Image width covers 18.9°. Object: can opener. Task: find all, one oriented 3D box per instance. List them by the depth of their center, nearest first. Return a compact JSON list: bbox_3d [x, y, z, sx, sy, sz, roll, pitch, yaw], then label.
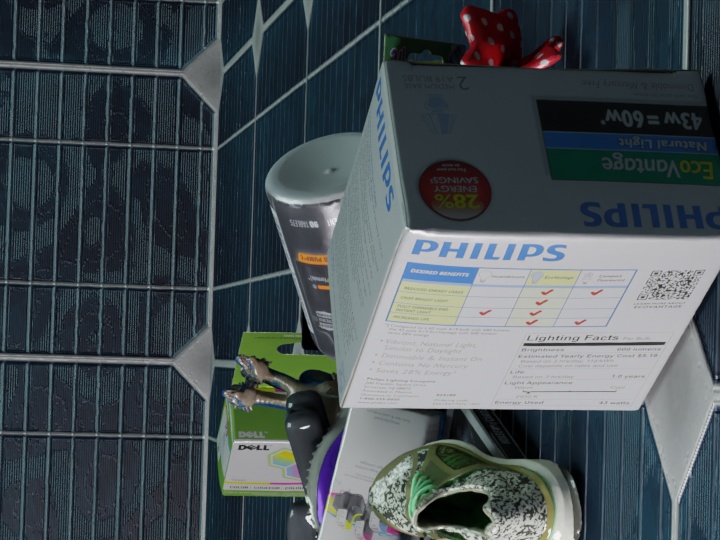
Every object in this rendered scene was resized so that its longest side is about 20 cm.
[{"bbox_3d":[-0.046,0.195,1.905,0.053,0.067,0.200,-89,-13,-53],"label":"can opener"}]

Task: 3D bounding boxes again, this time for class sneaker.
[{"bbox_3d":[0.061,0.161,1.534,0.200,0.089,0.077,-5,88,51],"label":"sneaker"},{"bbox_3d":[0.027,0.147,1.831,0.070,0.099,0.200,50,-130,-36],"label":"sneaker"}]

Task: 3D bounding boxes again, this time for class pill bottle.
[{"bbox_3d":[0.000,0.000,1.709,0.106,0.106,0.200,-106,-1,-59],"label":"pill bottle"}]

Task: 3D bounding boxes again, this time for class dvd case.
[{"bbox_3d":[0.088,0.188,1.659,0.200,0.025,0.150,-122,41,-72],"label":"dvd case"}]

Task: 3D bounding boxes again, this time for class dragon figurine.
[{"bbox_3d":[-0.029,0.123,1.960,0.099,0.200,0.059,11,82,53],"label":"dragon figurine"}]

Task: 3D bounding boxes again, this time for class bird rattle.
[{"bbox_3d":[0.095,-0.089,1.587,0.163,0.113,0.200,31,-119,-80],"label":"bird rattle"}]

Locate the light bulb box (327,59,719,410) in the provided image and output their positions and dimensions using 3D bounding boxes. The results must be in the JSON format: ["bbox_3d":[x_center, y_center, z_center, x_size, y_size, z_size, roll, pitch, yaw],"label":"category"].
[{"bbox_3d":[0.094,-0.016,1.289,0.200,0.198,0.125,109,158,-55],"label":"light bulb box"}]

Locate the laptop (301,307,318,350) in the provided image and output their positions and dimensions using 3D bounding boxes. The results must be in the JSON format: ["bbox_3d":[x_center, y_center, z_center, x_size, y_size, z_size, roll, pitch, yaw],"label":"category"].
[{"bbox_3d":[-0.015,-0.009,2.112,0.200,0.116,0.188,155,117,-78],"label":"laptop"}]

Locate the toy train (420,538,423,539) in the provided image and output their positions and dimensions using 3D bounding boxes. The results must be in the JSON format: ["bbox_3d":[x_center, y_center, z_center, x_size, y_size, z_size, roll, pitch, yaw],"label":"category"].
[{"bbox_3d":[0.035,0.252,1.885,0.200,0.087,0.114,-103,12,-54],"label":"toy train"}]

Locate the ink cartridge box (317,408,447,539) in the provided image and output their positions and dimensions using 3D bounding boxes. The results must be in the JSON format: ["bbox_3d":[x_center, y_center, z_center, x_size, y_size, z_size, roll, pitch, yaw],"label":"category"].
[{"bbox_3d":[0.010,0.204,1.727,0.115,0.068,0.200,14,-90,-79],"label":"ink cartridge box"}]

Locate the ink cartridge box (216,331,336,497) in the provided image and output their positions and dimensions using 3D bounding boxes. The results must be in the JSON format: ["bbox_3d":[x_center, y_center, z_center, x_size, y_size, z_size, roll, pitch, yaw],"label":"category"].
[{"bbox_3d":[-0.065,0.151,2.265,0.200,0.148,0.076,105,163,-50],"label":"ink cartridge box"}]

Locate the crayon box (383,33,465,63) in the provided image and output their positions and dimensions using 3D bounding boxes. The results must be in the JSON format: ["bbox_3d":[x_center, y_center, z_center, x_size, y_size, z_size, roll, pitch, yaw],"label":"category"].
[{"bbox_3d":[0.064,-0.076,1.654,0.126,0.052,0.200,-2,-84,-58],"label":"crayon box"}]

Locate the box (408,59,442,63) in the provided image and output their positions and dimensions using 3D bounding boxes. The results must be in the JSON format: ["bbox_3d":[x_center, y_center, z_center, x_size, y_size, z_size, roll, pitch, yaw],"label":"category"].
[{"bbox_3d":[0.045,-0.090,1.923,0.050,0.075,0.200,-105,21,-53],"label":"box"}]
